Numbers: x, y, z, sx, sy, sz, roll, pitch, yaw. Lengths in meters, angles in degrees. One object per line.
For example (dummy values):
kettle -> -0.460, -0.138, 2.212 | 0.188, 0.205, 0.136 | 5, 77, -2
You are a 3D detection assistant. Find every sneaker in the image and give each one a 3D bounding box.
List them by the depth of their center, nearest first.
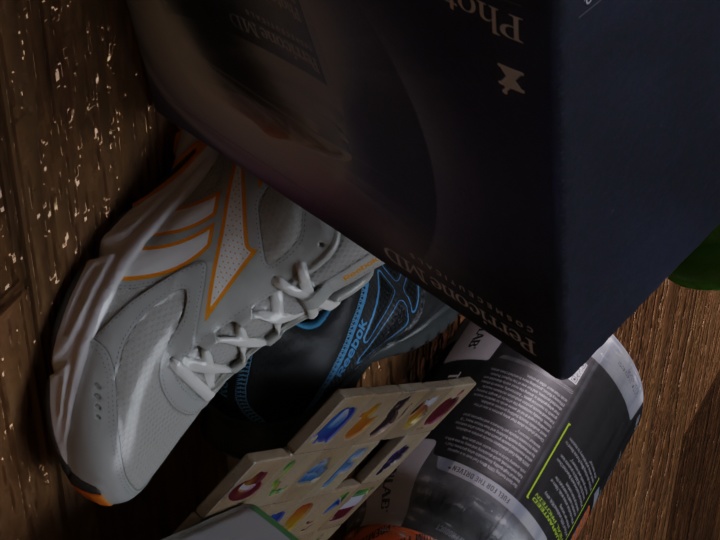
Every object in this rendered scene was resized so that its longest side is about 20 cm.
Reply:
sneaker -> -0.042, 0.001, 0.681 | 0.201, 0.092, 0.076 | -65, 158, -16
sneaker -> 0.000, 0.000, 0.813 | 0.200, 0.073, 0.082 | -51, 153, -43

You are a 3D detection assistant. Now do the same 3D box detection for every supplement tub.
supplement tub -> 0.070, 0.118, 1.026 | 0.200, 0.122, 0.123 | -53, 153, -40

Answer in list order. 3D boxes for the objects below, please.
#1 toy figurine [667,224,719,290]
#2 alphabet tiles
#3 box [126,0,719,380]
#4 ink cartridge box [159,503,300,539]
toy figurine -> 0.120, -0.104, 0.697 | 0.150, 0.200, 0.184 | -44, 109, -43
alphabet tiles -> -0.037, 0.110, 0.806 | 0.167, 0.008, 0.200 | -47, 163, 14
box -> 0.022, -0.103, 0.573 | 0.123, 0.200, 0.199 | -43, 149, -23
ink cartridge box -> -0.051, 0.217, 0.710 | 0.087, 0.145, 0.200 | -14, 135, -62
